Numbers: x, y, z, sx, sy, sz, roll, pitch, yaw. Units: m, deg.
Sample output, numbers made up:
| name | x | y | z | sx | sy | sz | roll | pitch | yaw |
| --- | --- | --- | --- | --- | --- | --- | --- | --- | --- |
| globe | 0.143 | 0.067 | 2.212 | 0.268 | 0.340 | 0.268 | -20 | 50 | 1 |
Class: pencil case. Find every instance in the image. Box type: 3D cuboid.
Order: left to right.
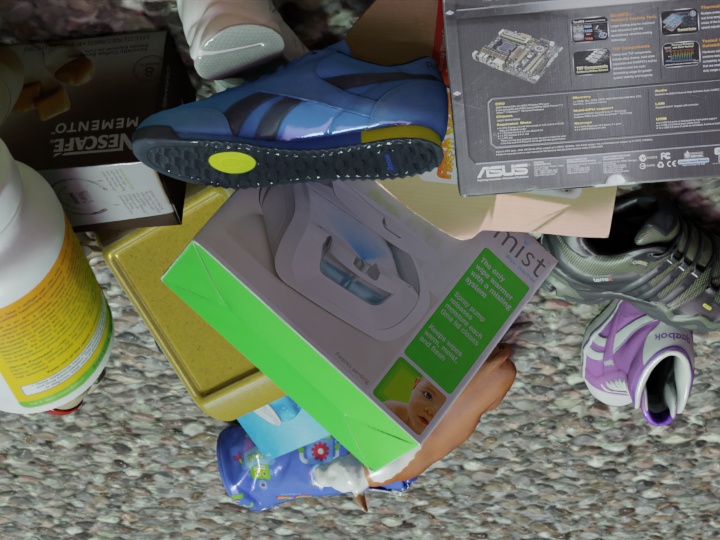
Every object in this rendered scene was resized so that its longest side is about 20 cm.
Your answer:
| name | x | y | z | sx | sy | sz | roll | pitch | yaw |
| --- | --- | --- | --- | --- | --- | --- | --- | --- | --- |
| pencil case | -0.035 | 0.174 | 1.630 | 0.198 | 0.088 | 0.078 | -10 | 169 | 21 |

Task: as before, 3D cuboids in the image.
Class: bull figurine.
| name | x | y | z | sx | sy | sz | roll | pitch | yaw |
| --- | --- | --- | --- | --- | --- | --- | --- | --- | --- |
| bull figurine | 0.053 | 0.131 | 1.494 | 0.199 | 0.065 | 0.121 | -37 | 177 | 3 |

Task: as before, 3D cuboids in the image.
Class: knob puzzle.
| name | x | y | z | sx | sy | sz | roll | pitch | yaw |
| --- | --- | --- | --- | --- | --- | --- | --- | --- | --- |
| knob puzzle | 0.074 | -0.118 | 1.132 | 0.217 | 0.030 | 0.222 | 2 | 111 | 4 |

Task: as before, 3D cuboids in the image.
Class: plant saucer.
| name | x | y | z | sx | sy | sz | roll | pitch | yaw |
| --- | --- | --- | --- | --- | --- | --- | --- | --- | --- |
| plant saucer | -0.101 | 0.011 | 1.303 | 0.199 | 0.048 | 0.201 | -27 | 98 | 38 |

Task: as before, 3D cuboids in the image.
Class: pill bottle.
| name | x | y | z | sx | sy | sz | roll | pitch | yaw |
| --- | --- | --- | --- | --- | --- | --- | --- | --- | --- |
| pill bottle | -0.234 | -0.002 | 1.123 | 0.110 | 0.112 | 0.201 | -2 | 147 | 7 |

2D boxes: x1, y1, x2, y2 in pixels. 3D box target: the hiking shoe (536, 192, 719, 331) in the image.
| name | x | y | z | sx | sy | sz | roll | pitch | yaw |
| --- | --- | --- | --- | --- | --- | --- | --- | --- | --- |
| hiking shoe | 0.233 | -0.011 | 1.326 | 0.198 | 0.076 | 0.101 | 6 | 151 | -4 |

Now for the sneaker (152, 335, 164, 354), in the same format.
| name | x | y | z | sx | sy | sz | roll | pitch | yaw |
| --- | --- | --- | --- | --- | --- | --- | --- | --- | --- |
| sneaker | -0.078 | 0.037 | 1.416 | 0.198 | 0.082 | 0.074 | -2 | 148 | 6 |

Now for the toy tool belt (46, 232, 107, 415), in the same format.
| name | x | y | z | sx | sy | sz | roll | pitch | yaw |
| --- | --- | --- | --- | --- | --- | --- | --- | --- | --- |
| toy tool belt | -0.251 | 0.000 | 1.297 | 0.200 | 0.125 | 0.123 | 50 | 130 | 7 |

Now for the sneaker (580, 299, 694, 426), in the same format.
| name | x | y | z | sx | sy | sz | roll | pitch | yaw |
| --- | --- | --- | --- | --- | --- | --- | --- | --- | --- |
| sneaker | 0.227 | 0.089 | 1.451 | 0.072 | 0.115 | 0.201 | 3 | 149 | -4 |

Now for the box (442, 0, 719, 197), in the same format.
| name | x | y | z | sx | sy | sz | roll | pitch | yaw |
| --- | --- | --- | --- | --- | --- | --- | --- | --- | --- |
| box | 0.151 | -0.133 | 1.078 | 0.198 | 0.048 | 0.160 | -5 | 108 | 6 |

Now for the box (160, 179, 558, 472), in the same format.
| name | x | y | z | sx | sy | sz | roll | pitch | yaw |
| --- | --- | --- | --- | --- | --- | --- | --- | --- | --- |
| box | 0.000 | 0.000 | 1.186 | 0.200 | 0.177 | 0.097 | 43 | 154 | -4 |

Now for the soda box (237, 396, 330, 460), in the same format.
| name | x | y | z | sx | sy | sz | roll | pitch | yaw |
| --- | --- | --- | --- | --- | --- | --- | --- | --- | --- |
| soda box | -0.023 | 0.094 | 1.485 | 0.199 | 0.064 | 0.068 | -27 | 104 | 43 |

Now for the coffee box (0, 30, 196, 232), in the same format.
| name | x | y | z | sx | sy | sz | roll | pitch | yaw |
| --- | --- | --- | --- | --- | --- | --- | --- | --- | --- |
| coffee box | -0.221 | -0.089 | 1.196 | 0.198 | 0.115 | 0.080 | -3 | 147 | 10 |

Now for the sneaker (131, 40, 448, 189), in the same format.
| name | x | y | z | sx | sy | sz | roll | pitch | yaw |
| --- | --- | --- | --- | --- | --- | --- | --- | --- | --- |
| sneaker | -0.044 | -0.099 | 1.100 | 0.198 | 0.079 | 0.066 | -3 | 159 | 2 |

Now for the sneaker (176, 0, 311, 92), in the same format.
| name | x | y | z | sx | sy | sz | roll | pitch | yaw |
| --- | --- | --- | --- | --- | --- | --- | --- | --- | --- |
| sneaker | -0.073 | -0.152 | 1.136 | 0.070 | 0.081 | 0.200 | -25 | 165 | 2 |
